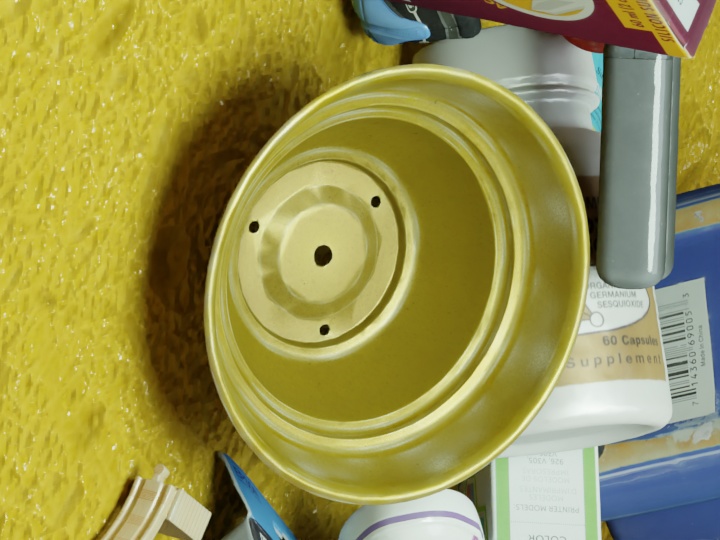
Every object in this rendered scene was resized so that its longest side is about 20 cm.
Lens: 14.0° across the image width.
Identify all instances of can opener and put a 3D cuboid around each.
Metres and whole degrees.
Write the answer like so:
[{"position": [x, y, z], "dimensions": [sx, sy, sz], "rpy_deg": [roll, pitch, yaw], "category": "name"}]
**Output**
[{"position": [0.113, -0.093, 1.355], "dimensions": [0.053, 0.067, 0.200], "rpy_deg": [-24, 117, -74], "category": "can opener"}]

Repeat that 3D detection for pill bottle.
[{"position": [0.083, -0.014, 1.433], "dimensions": [0.114, 0.114, 0.200], "rpy_deg": [10, 69, -61], "category": "pill bottle"}]

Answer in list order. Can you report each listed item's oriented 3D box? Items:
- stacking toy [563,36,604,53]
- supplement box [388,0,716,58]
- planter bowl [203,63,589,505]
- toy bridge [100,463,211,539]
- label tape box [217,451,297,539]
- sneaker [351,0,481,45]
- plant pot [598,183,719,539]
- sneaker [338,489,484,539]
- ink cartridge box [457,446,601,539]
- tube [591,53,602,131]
[{"position": [0.124, -0.179, 1.452], "dimensions": [0.200, 0.085, 0.085], "rpy_deg": [-78, 161, -52], "category": "stacking toy"}, {"position": [0.054, -0.168, 1.278], "dimensions": [0.110, 0.200, 0.086], "rpy_deg": [44, 64, -57], "category": "supplement box"}, {"position": [0.000, 0.000, 1.333], "dimensions": [0.200, 0.083, 0.201], "rpy_deg": [-7, 105, -29], "category": "planter bowl"}, {"position": [-0.123, 0.176, 1.272], "dimensions": [0.067, 0.027, 0.200], "rpy_deg": [46, 60, -55], "category": "toy bridge"}, {"position": [-0.041, 0.205, 1.364], "dimensions": [0.143, 0.066, 0.200], "rpy_deg": [59, 10, -53], "category": "label tape box"}, {"position": [0.068, -0.183, 1.419], "dimensions": [0.200, 0.083, 0.071], "rpy_deg": [-61, 147, -29], "category": "sneaker"}, {"position": [0.213, 0.057, 1.618], "dimensions": [0.180, 0.200, 0.200], "rpy_deg": [27, 54, -54], "category": "plant pot"}, {"position": [0.035, 0.194, 1.426], "dimensions": [0.201, 0.073, 0.114], "rpy_deg": [87, -8, -53], "category": "sneaker"}, {"position": [0.087, 0.158, 1.495], "dimensions": [0.104, 0.059, 0.200], "rpy_deg": [104, -14, -62], "category": "ink cartridge box"}, {"position": [0.113, -0.093, 1.580], "dimensions": [0.077, 0.050, 0.200], "rpy_deg": [67, 38, -57], "category": "tube"}]
